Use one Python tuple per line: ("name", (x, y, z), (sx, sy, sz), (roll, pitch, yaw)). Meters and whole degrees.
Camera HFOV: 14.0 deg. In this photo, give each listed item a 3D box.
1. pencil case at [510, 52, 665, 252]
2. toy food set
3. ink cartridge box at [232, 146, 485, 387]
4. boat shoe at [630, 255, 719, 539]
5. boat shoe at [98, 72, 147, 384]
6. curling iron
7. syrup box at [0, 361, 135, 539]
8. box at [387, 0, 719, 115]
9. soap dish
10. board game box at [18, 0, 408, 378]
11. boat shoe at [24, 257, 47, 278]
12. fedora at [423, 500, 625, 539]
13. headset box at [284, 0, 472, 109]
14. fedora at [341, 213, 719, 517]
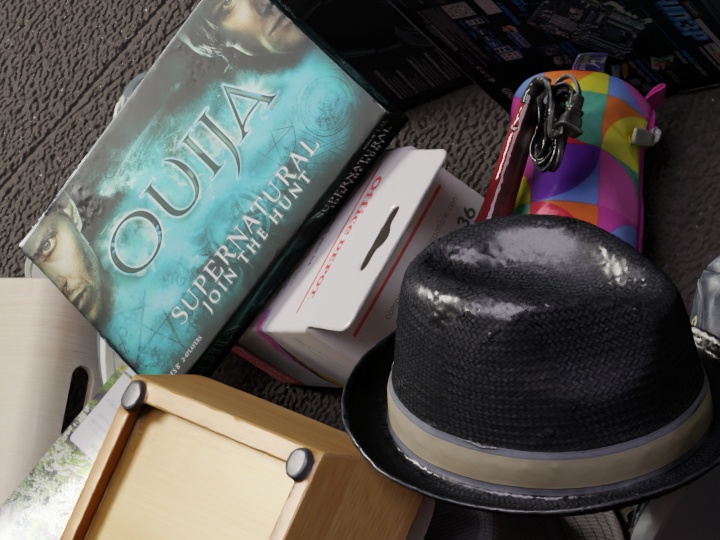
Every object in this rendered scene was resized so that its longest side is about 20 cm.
("pencil case", (0.113, -0.014, 1.552), (0.088, 0.088, 0.201), (-9, 58, 30))
("toy food set", (-0.238, 0.081, 1.758), (0.200, 0.060, 0.144), (-1, 73, 36))
("ink cartridge box", (0.000, 0.000, 1.575), (0.117, 0.067, 0.200), (-61, 20, -12))
("boat shoe", (0.186, 0.064, 1.465), (0.200, 0.071, 0.091), (-48, 44, -10))
("boat shoe", (-0.119, -0.018, 1.677), (0.062, 0.073, 0.201), (31, 118, 56))
("curling iron", (0.066, -0.010, 1.511), (0.200, 0.026, 0.050), (-66, 20, 5))
("syrup box", (-0.141, 0.146, 1.623), (0.200, 0.081, 0.079), (-51, 45, -3))
("box", (0.109, -0.152, 1.562), (0.159, 0.200, 0.046), (-10, 61, 30))
("soap dish", (-0.068, 0.140, 1.466), (0.200, 0.081, 0.158), (18, 82, 50))
("board game box", (-0.082, -0.046, 1.575), (0.135, 0.028, 0.200), (44, 104, 26))
("boat shoe", (-0.110, -0.027, 1.744), (0.200, 0.073, 0.062), (-26, 6, 27))
("fedora", (0.028, 0.159, 1.490), (0.200, 0.090, 0.177), (-14, 54, 27))
("headset box", (0.017, -0.170, 1.673), (0.200, 0.149, 0.077), (-21, 51, 21))
("fedora", (0.086, 0.033, 1.389), (0.200, 0.092, 0.201), (-6, 31, 3))
